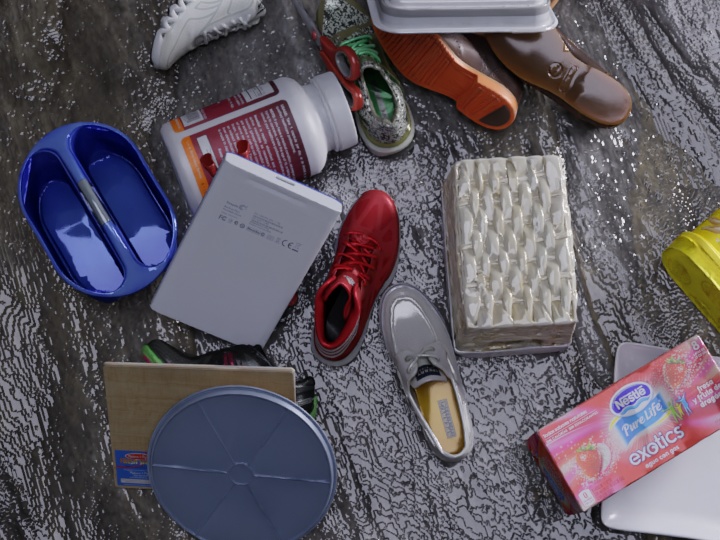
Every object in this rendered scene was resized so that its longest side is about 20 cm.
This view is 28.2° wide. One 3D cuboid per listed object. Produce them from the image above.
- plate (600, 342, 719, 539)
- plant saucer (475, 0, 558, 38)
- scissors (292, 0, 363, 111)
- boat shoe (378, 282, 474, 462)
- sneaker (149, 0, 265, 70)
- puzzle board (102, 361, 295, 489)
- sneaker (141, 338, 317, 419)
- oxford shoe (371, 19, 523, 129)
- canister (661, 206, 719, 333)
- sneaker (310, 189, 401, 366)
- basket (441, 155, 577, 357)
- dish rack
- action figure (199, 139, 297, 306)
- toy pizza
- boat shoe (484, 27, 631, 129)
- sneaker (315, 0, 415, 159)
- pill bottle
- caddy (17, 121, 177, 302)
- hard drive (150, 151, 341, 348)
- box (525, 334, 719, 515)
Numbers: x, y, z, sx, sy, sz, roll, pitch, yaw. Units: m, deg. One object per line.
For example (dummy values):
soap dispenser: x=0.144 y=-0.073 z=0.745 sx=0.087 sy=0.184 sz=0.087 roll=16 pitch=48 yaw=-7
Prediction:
plate: x=0.362 y=0.190 z=1.542 sx=0.197 sy=0.032 sz=0.202 roll=8 pitch=77 yaw=0
plant saucer: x=0.143 y=-0.360 z=1.657 sx=0.198 sy=0.037 sz=0.203 roll=0 pitch=78 yaw=-1
scissors: x=-0.046 y=-0.252 z=1.613 sx=0.014 sy=0.074 sz=0.200 roll=-19 pitch=44 yaw=-20
boat shoe: x=0.071 y=0.108 z=1.522 sx=0.070 sy=0.070 sz=0.202 roll=-17 pitch=85 yaw=1
sneaker: x=-0.159 y=-0.296 z=1.619 sx=0.081 sy=0.075 sz=0.200 roll=42 pitch=80 yaw=-2
puzzle board: x=-0.164 y=0.164 z=1.492 sx=0.197 sy=0.017 sz=0.152 roll=2 pitch=117 yaw=4
sneaker: x=-0.139 y=0.114 z=1.529 sx=0.198 sy=0.077 sz=0.085 roll=21 pitch=72 yaw=-7
oxford shoe: x=0.098 y=-0.242 z=1.605 sx=0.199 sy=0.071 sz=0.073 roll=38 pitch=50 yaw=-13
canister: x=0.452 y=-0.028 z=1.567 sx=0.199 sy=0.087 sz=0.149 roll=-39 pitch=81 yaw=-11
sneaker: x=0.000 y=0.000 z=1.531 sx=0.077 sy=0.116 sz=0.202 roll=13 pitch=79 yaw=0
basket: x=0.161 y=-0.017 z=1.536 sx=0.134 sy=0.123 sz=0.202 roll=-3 pitch=78 yaw=-1
dish rack: x=0.106 y=-0.307 z=1.546 sx=0.197 sy=0.044 sz=0.172 roll=-2 pitch=33 yaw=-5
action figure: x=-0.107 y=-0.043 z=1.522 sx=0.065 sy=0.052 sz=0.201 roll=-22 pitch=120 yaw=-2
toy pizza: x=-0.122 y=0.203 z=1.481 sx=0.198 sy=0.032 sz=0.202 roll=2 pitch=115 yaw=4
boat shoe: x=0.216 y=-0.229 z=1.607 sx=0.200 sy=0.070 sz=0.071 roll=41 pitch=98 yaw=-2
sneaker: x=0.009 y=-0.229 z=1.596 sx=0.076 sy=0.089 sz=0.202 roll=-24 pitch=79 yaw=-7
pill bottle: x=-0.109 y=-0.141 z=1.561 sx=0.198 sy=0.113 sz=0.114 roll=-22 pitch=79 yaw=-6
caddy: x=-0.281 y=-0.061 z=1.541 sx=0.141 sy=0.105 sz=0.201 roll=-31 pitch=80 yaw=-9
hard drive: x=-0.121 y=-0.015 z=1.496 sx=0.131 sy=0.025 sz=0.201 roll=23 pitch=121 yaw=-14
box: x=0.281 y=0.162 z=1.479 sx=0.199 sy=0.103 sz=0.095 roll=-30 pitch=79 yaw=-6
